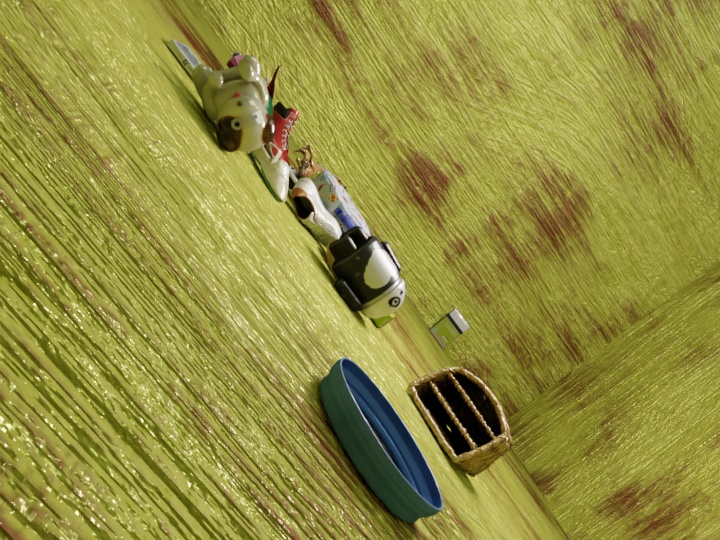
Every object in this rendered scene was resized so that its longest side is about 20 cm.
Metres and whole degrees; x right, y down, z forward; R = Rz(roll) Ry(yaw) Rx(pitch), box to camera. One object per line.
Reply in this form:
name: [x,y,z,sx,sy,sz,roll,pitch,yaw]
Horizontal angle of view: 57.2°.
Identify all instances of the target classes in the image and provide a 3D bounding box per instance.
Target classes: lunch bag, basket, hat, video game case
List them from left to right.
video game case: [-0.365,-0.445,1.535,0.183,0.023,0.200,53,5,-13]
hat: [-0.229,-0.427,1.689,0.202,0.174,0.166,57,-5,3]
lunch bag: [-0.056,-0.158,1.721,0.200,0.075,0.162,46,13,-41]
basket: [0.215,0.294,1.359,0.201,0.142,0.149,57,5,38]

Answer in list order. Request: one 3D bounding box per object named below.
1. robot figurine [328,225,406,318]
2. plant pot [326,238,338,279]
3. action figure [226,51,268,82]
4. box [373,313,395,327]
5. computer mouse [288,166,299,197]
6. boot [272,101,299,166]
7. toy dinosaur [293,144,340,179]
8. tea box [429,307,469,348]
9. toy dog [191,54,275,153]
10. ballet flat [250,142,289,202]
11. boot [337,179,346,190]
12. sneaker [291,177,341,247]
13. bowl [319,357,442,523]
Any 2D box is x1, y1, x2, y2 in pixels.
robot figurine: [0.017,0.006,1.434,0.202,0.149,0.125,57,-1,-8]
plant pot: [0.000,0.001,1.567,0.199,0.027,0.202,37,29,-25]
action figure: [-0.399,-0.624,2.230,0.133,0.147,0.204,-14,85,-54]
box: [0.011,0.047,1.651,0.202,0.047,0.122,55,4,8]
computer mouse: [-0.146,-0.176,1.711,0.203,0.043,0.110,59,12,2]
boot: [-0.203,-0.355,1.794,0.202,0.143,0.072,56,3,11]
toy dinosaur: [-0.134,-0.280,1.778,0.199,0.059,0.109,-30,105,-62]
tea box: [0.503,0.324,3.743,0.135,0.196,0.200,52,5,6]
toy dog: [-0.238,-0.298,1.260,0.201,0.136,0.198,-123,-149,-53]
ballet flat: [-0.198,-0.238,1.484,0.202,0.069,0.070,58,6,33]
boot: [-0.103,-0.211,1.847,0.068,0.130,0.200,52,5,0]
sneaker: [-0.113,-0.116,1.590,0.202,0.072,0.085,59,32,-26]
bowl: [0.022,0.194,0.756,0.202,0.039,0.201,54,5,-6]
